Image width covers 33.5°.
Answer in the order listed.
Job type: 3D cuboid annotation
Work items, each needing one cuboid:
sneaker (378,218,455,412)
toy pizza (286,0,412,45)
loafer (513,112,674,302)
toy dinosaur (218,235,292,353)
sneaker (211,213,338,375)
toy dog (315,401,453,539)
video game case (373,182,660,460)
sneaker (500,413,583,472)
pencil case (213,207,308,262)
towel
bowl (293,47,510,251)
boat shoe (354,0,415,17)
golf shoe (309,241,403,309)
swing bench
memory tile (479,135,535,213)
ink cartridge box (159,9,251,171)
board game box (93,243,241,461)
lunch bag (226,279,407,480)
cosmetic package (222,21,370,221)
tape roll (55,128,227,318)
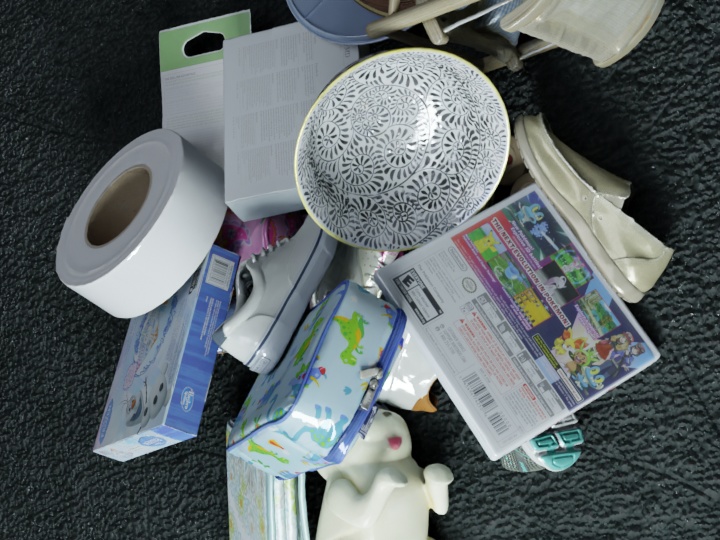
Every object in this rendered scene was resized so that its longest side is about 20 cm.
[{"bbox_3d":[0.078,0.046,1.175,0.085,0.073,0.200,19,109,1],"label":"sneaker"},{"bbox_3d":[0.014,-0.318,1.224,0.200,0.032,0.201,-7,70,21],"label":"toy pizza"},{"bbox_3d":[0.212,-0.067,1.083,0.068,0.076,0.200,-36,81,13],"label":"loafer"},{"bbox_3d":[-0.127,0.052,1.302,0.181,0.105,0.200,15,91,45],"label":"toy dinosaur"},{"bbox_3d":[-0.077,0.003,1.139,0.071,0.200,0.073,32,140,-11],"label":"sneaker"},{"bbox_3d":[0.013,0.226,1.189,0.194,0.139,0.200,-21,75,61],"label":"toy dog"},{"bbox_3d":[0.140,0.042,1.080,0.182,0.023,0.200,-29,72,-13],"label":"video game case"},{"bbox_3d":[0.131,0.102,1.126,0.091,0.077,0.200,-42,62,55],"label":"sneaker"},{"bbox_3d":[-0.148,-0.032,1.328,0.200,0.087,0.088,-3,87,34],"label":"pencil case"},{"bbox_3d":[-0.096,0.259,1.247,0.171,0.048,0.200,-161,69,-68],"label":"towel"},{"bbox_3d":[0.029,-0.125,1.099,0.201,0.201,0.094,-56,29,20],"label":"bowl"},{"bbox_3d":[-0.005,-0.316,1.175,0.072,0.068,0.200,-47,62,3],"label":"boat shoe"},{"bbox_3d":[0.000,0.000,1.220,0.091,0.075,0.200,4,92,42],"label":"golf shoe"},{"bbox_3d":[0.145,-0.251,1.057,0.200,0.199,0.130,7,93,35],"label":"swing bench"},{"bbox_3d":[0.096,-0.094,1.196,0.153,0.017,0.200,-45,65,26],"label":"memory tile"},{"bbox_3d":[-0.163,-0.182,1.362,0.145,0.048,0.200,-4,84,35],"label":"ink cartridge box"},{"bbox_3d":[-0.208,0.092,1.280,0.199,0.043,0.200,-25,48,54],"label":"board game box"},{"bbox_3d":[-0.039,0.101,1.087,0.200,0.082,0.161,-39,24,60],"label":"lunch bag"},{"bbox_3d":[-0.063,-0.160,1.230,0.151,0.052,0.200,-11,64,17],"label":"cosmetic package"},{"bbox_3d":[-0.235,-0.051,1.282,0.202,0.071,0.203,-29,42,29],"label":"tape roll"}]
